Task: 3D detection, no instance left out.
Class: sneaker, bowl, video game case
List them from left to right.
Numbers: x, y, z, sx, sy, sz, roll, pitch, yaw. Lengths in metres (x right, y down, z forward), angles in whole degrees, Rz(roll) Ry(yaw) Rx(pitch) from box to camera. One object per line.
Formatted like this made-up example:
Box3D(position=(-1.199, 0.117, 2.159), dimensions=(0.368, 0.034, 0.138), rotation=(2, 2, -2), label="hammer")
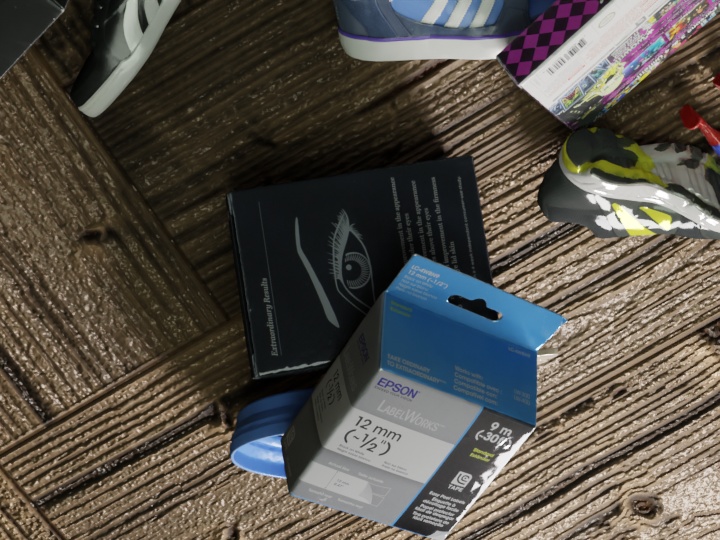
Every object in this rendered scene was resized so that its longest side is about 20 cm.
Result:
Box3D(position=(-0.184, -0.222, 1.041), dimensions=(0.111, 0.073, 0.201), rotation=(32, 101, -19), label="sneaker")
Box3D(position=(-0.012, 0.140, 1.210), dimensions=(0.198, 0.040, 0.201), rotation=(-1, 160, 0), label="bowl")
Box3D(position=(0.071, -0.239, 1.061), dimensions=(0.198, 0.081, 0.148), rotation=(-6, 123, 0), label="sneaker")
Box3D(position=(0.209, -0.195, 1.071), dimensions=(0.200, 0.036, 0.181), rotation=(-42, 160, 13), label="video game case")
Box3D(position=(0.235, -0.064, 1.199), dimensions=(0.198, 0.075, 0.085), rotation=(16, 143, -25), label="sneaker")

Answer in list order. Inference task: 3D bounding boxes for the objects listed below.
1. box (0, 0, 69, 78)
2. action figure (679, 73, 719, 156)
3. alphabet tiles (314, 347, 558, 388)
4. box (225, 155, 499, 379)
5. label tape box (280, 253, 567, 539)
Box3D(position=(-0.279, -0.196, 0.955), dimensions=(0.124, 0.149, 0.200), rotation=(35, 132, -23), label="box")
Box3D(position=(0.358, -0.069, 1.194), dimensions=(0.065, 0.099, 0.200), rotation=(-43, 119, 15), label="action figure")
Box3D(position=(0.061, 0.088, 1.186), dimensions=(0.193, 0.200, 0.015), rotation=(-6, 81, -7), label="alphabet tiles")
Box3D(position=(0.000, 0.000, 1.131), dimensions=(0.198, 0.104, 0.150), rotation=(-8, 86, -4), label="box")
Box3D(position=(0.050, 0.100, 1.062), dimensions=(0.142, 0.066, 0.201), rotation=(22, 122, -24), label="label tape box")
